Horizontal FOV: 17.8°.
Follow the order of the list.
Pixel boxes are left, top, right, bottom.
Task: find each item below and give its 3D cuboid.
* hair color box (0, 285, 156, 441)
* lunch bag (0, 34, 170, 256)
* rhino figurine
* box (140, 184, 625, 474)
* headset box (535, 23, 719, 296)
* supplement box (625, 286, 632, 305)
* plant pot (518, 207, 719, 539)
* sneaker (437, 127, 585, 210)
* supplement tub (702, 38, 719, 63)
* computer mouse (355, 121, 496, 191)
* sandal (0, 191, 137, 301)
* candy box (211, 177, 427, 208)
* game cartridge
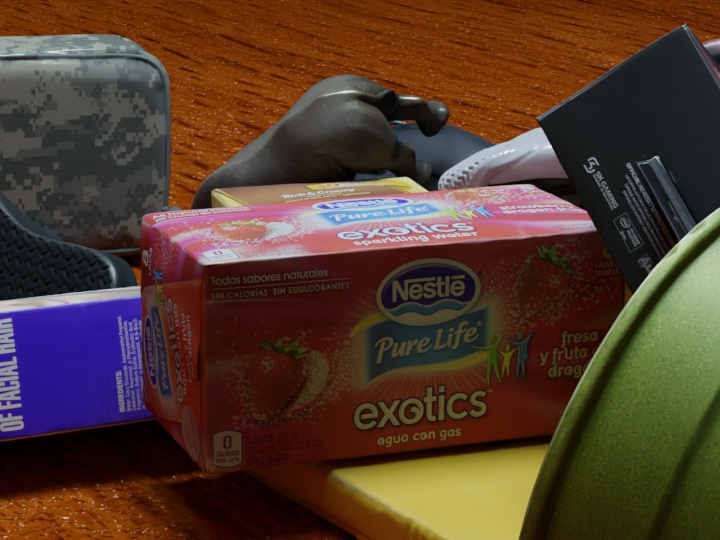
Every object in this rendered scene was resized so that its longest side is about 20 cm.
[{"bbox_3d":[-0.140,0.042,1.086,0.199,0.065,0.109,-8,3,-24],"label":"hair color box"},{"bbox_3d":[-0.225,-0.084,1.457,0.199,0.140,0.168,-4,16,-20],"label":"lunch bag"},{"bbox_3d":[-0.046,-0.045,1.322,0.200,0.060,0.087,-35,-40,30],"label":"rhino figurine"},{"bbox_3d":[0.009,0.022,1.024,0.199,0.096,0.100,-5,15,-20],"label":"box"},{"bbox_3d":[0.159,-0.003,0.964,0.077,0.149,0.200,-33,-21,14],"label":"headset box"},{"bbox_3d":[0.175,0.015,1.232,0.069,0.067,0.200,-8,17,-41],"label":"supplement box"},{"bbox_3d":[0.180,0.101,0.709,0.193,0.201,0.200,26,27,33],"label":"plant pot"},{"bbox_3d":[0.141,-0.019,1.124,0.199,0.114,0.075,-9,9,12],"label":"sneaker"},{"bbox_3d":[0.234,-0.070,1.260,0.107,0.107,0.200,8,6,28],"label":"supplement tub"},{"bbox_3d":[0.031,-0.043,1.356,0.199,0.053,0.139,17,66,35],"label":"computer mouse"},{"bbox_3d":[-0.184,0.006,1.285,0.048,0.076,0.200,21,4,-45],"label":"sandal"},{"bbox_3d":[0.000,0.000,1.184,0.116,0.057,0.200,-4,14,-16],"label":"candy box"},{"bbox_3d":[0.061,0.089,1.024,0.176,0.033,0.200,-9,19,-31],"label":"game cartridge"}]
